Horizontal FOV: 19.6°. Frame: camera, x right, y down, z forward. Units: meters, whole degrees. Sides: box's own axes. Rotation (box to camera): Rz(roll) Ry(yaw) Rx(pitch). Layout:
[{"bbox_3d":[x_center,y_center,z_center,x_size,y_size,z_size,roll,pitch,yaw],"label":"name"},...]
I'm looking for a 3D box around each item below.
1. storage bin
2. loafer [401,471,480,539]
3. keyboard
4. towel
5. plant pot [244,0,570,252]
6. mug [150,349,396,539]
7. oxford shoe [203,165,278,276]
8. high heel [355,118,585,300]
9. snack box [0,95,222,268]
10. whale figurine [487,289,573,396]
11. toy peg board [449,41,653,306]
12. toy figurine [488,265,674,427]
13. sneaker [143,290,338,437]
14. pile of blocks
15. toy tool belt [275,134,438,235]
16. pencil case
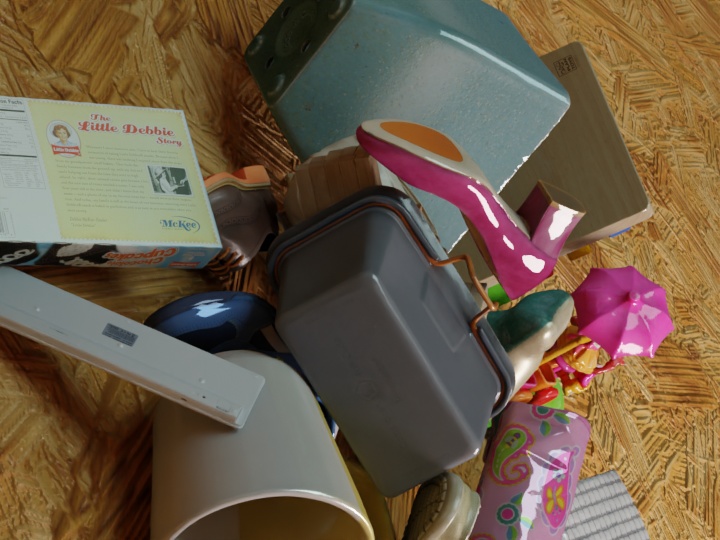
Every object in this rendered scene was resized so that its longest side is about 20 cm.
[{"bbox_3d":[0.026,0.056,1.487,0.200,0.146,0.134,58,14,-15],"label":"storage bin"},{"bbox_3d":[0.058,0.216,1.512,0.068,0.200,0.076,18,52,-1],"label":"loafer"},{"bbox_3d":[-0.162,0.048,1.378,0.200,0.011,0.056,24,31,1],"label":"keyboard"},{"bbox_3d":[0.194,0.270,1.810,0.200,0.086,0.166,-7,72,-63],"label":"towel"},{"bbox_3d":[0.017,-0.156,1.762,0.200,0.196,0.196,30,17,-29],"label":"plant pot"},{"bbox_3d":[-0.073,0.149,1.434,0.187,0.149,0.153,64,8,-48],"label":"mug"},{"bbox_3d":[-0.111,-0.032,1.591,0.200,0.071,0.073,-23,89,-63],"label":"oxford shoe"},{"bbox_3d":[0.066,-0.044,1.550,0.200,0.096,0.067,19,27,-31],"label":"high heel"},{"bbox_3d":[-0.199,-0.060,1.441,0.200,0.037,0.116,2,61,-38],"label":"snack box"},{"bbox_3d":[0.078,0.071,1.673,0.104,0.200,0.159,48,31,0],"label":"whale figurine"},{"bbox_3d":[0.159,-0.078,1.961,0.098,0.199,0.200,52,17,-58],"label":"toy peg board"},{"bbox_3d":[0.207,0.067,1.909,0.200,0.184,0.150,5,60,-59],"label":"toy figurine"},{"bbox_3d":[-0.079,0.075,1.542,0.200,0.074,0.082,27,44,-45],"label":"sneaker"},{"bbox_3d":[0.025,-0.014,1.571,0.200,0.082,0.062,53,22,-12],"label":"pile of blocks"},{"bbox_3d":[0.000,0.000,1.649,0.125,0.123,0.200,-22,86,-25],"label":"toy tool belt"},{"bbox_3d":[0.122,0.201,1.676,0.087,0.087,0.200,37,62,-38],"label":"pencil case"}]
